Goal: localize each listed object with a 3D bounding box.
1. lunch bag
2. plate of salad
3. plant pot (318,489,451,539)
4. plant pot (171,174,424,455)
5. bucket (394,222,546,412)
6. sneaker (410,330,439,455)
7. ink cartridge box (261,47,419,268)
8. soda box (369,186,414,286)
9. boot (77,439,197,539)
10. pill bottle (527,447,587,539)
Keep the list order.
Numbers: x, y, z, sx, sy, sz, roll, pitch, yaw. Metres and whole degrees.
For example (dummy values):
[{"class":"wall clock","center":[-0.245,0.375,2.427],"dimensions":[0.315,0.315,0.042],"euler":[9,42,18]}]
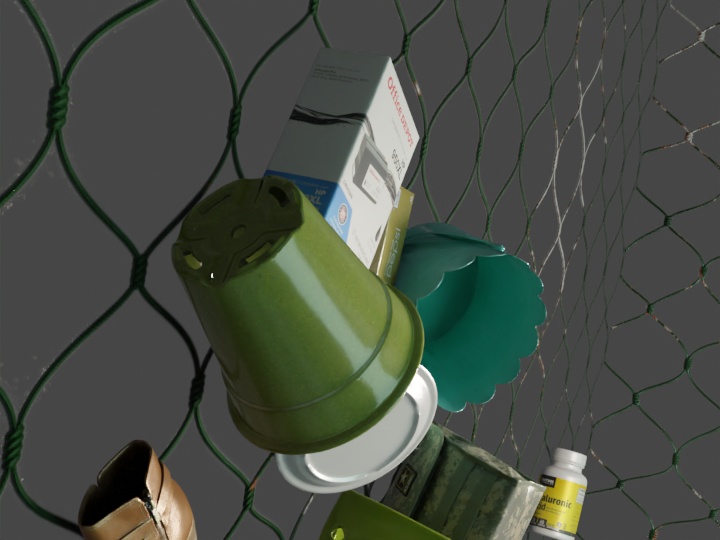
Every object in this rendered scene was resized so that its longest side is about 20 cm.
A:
[{"class":"lunch bag","center":[0.120,0.310,1.487],"dimensions":[0.117,0.199,0.165],"euler":[25,91,-55]},{"class":"plate of salad","center":[-0.006,0.169,1.236],"dimensions":[0.199,0.048,0.201],"euler":[-17,132,-19]},{"class":"plant pot","center":[0.028,0.421,1.350],"dimensions":[0.182,0.199,0.200],"euler":[-52,148,-30]},{"class":"plant pot","center":[-0.068,0.023,0.963],"dimensions":[0.201,0.199,0.191],"euler":[-63,141,-33]},{"class":"bucket","center":[0.103,0.048,1.322],"dimensions":[0.206,0.135,0.209],"euler":[-13,119,-25]},{"class":"sneaker","center":[0.059,0.153,1.439],"dimensions":[0.118,0.073,0.202],"euler":[-56,152,-56]},{"class":"ink cartridge box","center":[-0.021,-0.100,1.113],"dimensions":[0.145,0.084,0.201],"euler":[63,44,-58]},{"class":"soda box","center":[0.000,0.000,1.235],"dimensions":[0.064,0.067,0.202],"euler":[21,81,-68]},{"class":"boot","center":[-0.190,0.251,0.886],"dimensions":[0.156,0.076,0.201],"euler":[81,28,-45]},{"class":"pill bottle","center":[0.459,0.516,2.546],"dimensions":[0.111,0.111,0.201],"euler":[41,62,-65]}]
